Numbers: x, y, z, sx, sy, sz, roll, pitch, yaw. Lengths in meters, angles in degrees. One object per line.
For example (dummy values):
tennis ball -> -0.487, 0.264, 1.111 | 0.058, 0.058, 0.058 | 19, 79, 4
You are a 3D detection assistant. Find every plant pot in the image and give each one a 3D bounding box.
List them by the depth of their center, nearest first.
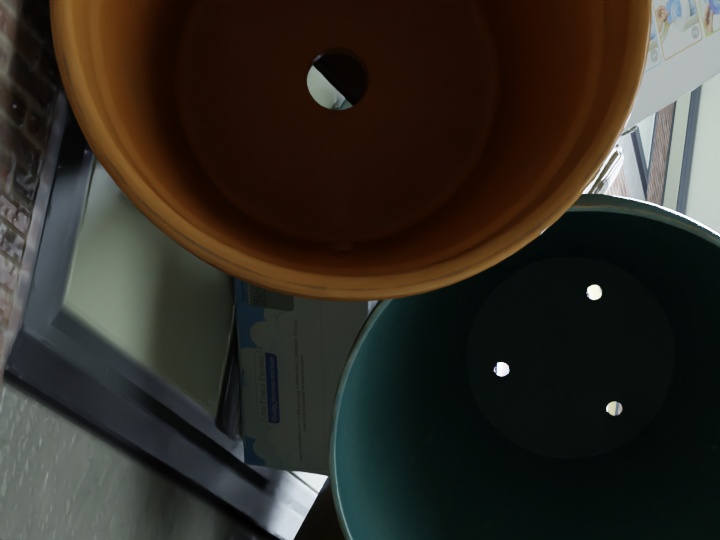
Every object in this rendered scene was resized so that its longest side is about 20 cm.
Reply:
plant pot -> -0.005, -0.082, 0.694 | 0.140, 0.198, 0.202 | 106, -8, -82
plant pot -> 0.091, 0.055, 0.803 | 0.135, 0.198, 0.202 | -74, 167, -74

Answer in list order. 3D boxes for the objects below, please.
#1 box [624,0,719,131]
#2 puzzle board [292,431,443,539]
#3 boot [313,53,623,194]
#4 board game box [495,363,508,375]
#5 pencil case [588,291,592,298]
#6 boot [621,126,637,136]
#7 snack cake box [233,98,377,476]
box -> 0.114, -0.134, 1.073 | 0.199, 0.112, 0.102 | -31, 113, -39
puzzle board -> 0.015, 0.090, 0.956 | 0.151, 0.017, 0.200 | -49, -175, 37
boot -> 0.035, -0.076, 0.874 | 0.073, 0.166, 0.200 | -54, 168, -10
board game box -> 0.090, 0.012, 1.351 | 0.135, 0.044, 0.202 | -51, 144, -65
pencil case -> 0.133, 0.092, 1.493 | 0.078, 0.089, 0.201 | 51, 39, -30
boot -> 0.105, -0.171, 1.192 | 0.181, 0.072, 0.202 | -20, 99, -58
snack cake box -> 0.000, 0.000, 0.954 | 0.200, 0.066, 0.116 | -59, 151, -59
